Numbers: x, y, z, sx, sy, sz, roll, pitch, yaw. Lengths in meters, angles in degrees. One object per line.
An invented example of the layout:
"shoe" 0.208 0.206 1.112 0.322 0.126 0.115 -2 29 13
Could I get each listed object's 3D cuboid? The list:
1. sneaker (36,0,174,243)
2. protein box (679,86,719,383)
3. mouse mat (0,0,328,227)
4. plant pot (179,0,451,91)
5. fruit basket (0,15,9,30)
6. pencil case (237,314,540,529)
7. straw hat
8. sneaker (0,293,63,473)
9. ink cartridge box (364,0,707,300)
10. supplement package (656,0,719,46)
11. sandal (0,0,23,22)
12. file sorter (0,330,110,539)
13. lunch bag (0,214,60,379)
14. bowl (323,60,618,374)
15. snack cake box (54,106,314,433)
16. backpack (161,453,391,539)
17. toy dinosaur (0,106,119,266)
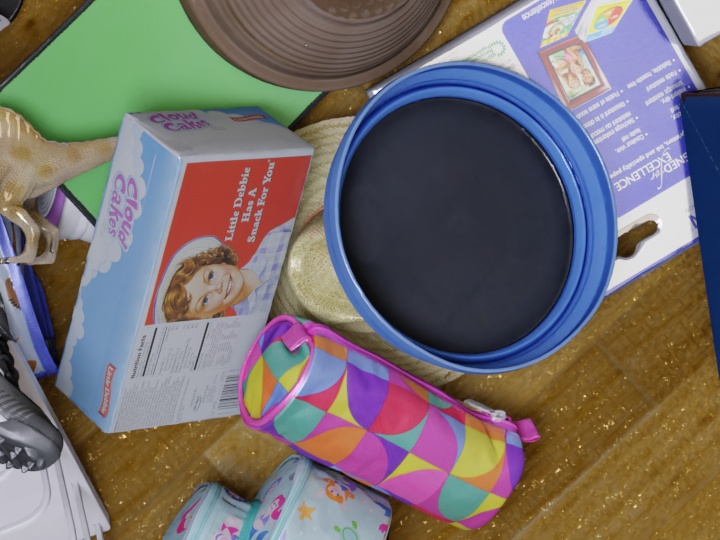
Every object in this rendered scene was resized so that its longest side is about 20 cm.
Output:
"sneaker" -0.149 -0.111 1.753 0.099 0.075 0.201 14 93 -25
"protein box" 0.333 -0.033 1.694 0.199 0.135 0.199 -10 96 -14
"mouse mat" -0.123 -0.120 1.717 0.200 0.008 0.161 -45 112 -10
"plant pot" -0.016 -0.213 1.690 0.200 0.093 0.202 -3 98 -21
"fruit basket" -0.342 -0.163 1.661 0.185 0.200 0.094 20 113 11
"pencil case" 0.017 0.097 1.715 0.200 0.088 0.089 25 96 -31
"straw hat" 0.000 0.000 1.721 0.200 0.085 0.202 3 104 13
"sneaker" -0.240 0.050 1.608 0.200 0.067 0.091 28 71 36
"ink cartridge box" 0.137 -0.084 1.759 0.197 0.047 0.200 -30 98 2
"supplement package" 0.273 -0.243 1.708 0.200 0.110 0.114 -30 95 3
"sandal" -0.271 -0.256 1.739 0.075 0.045 0.201 -11 95 1
"file sorter" -0.249 0.163 1.694 0.138 0.125 0.200 -20 134 1
"lunch bag" -0.302 0.000 1.728 0.169 0.124 0.201 -19 88 0
"bowl" 0.068 -0.032 1.684 0.200 0.039 0.201 4 78 -22
"snack cake box" -0.114 -0.001 1.697 0.115 0.067 0.201 -5 121 -42
"backpack" -0.066 0.214 1.721 0.150 0.178 0.200 34 85 -3
"toy dinosaur" -0.216 -0.054 1.652 0.199 0.058 0.102 -5 89 -10
